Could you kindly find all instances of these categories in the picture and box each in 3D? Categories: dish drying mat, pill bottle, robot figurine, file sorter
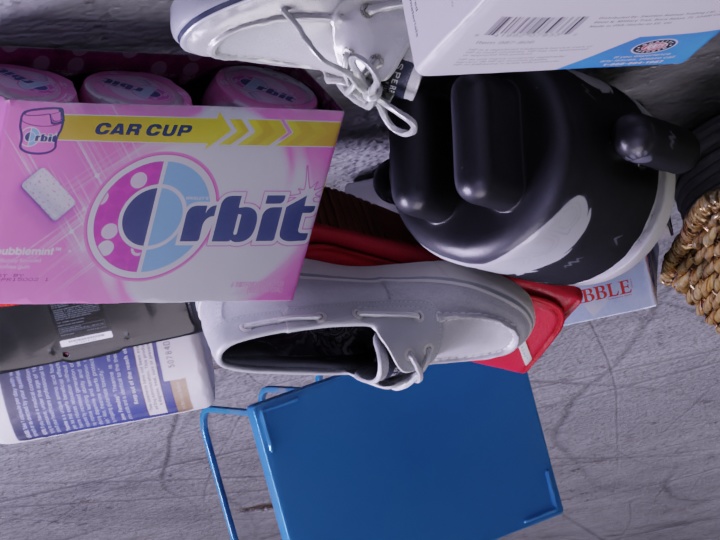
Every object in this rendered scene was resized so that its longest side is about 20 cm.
[{"bbox_3d":[0.030,0.017,1.300,0.199,0.018,0.077,13,134,-27],"label":"dish drying mat"},{"bbox_3d":[-0.202,0.054,1.477,0.199,0.111,0.111,-10,165,-1],"label":"pill bottle"},{"bbox_3d":[0.095,-0.059,1.253,0.200,0.150,0.125,12,112,-53],"label":"robot figurine"},{"bbox_3d":[0.009,0.127,1.505,0.199,0.139,0.123,-18,-174,-26],"label":"file sorter"}]

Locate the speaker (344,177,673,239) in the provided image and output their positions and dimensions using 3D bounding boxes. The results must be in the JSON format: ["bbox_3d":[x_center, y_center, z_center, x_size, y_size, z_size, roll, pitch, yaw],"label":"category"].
[{"bbox_3d":[0.092,-0.038,1.400,0.199,0.082,0.081,-13,165,9],"label":"speaker"}]

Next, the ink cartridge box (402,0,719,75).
[{"bbox_3d":[0.117,-0.160,0.961,0.144,0.085,0.200,-5,165,-22],"label":"ink cartridge box"}]

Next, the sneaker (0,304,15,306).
[{"bbox_3d":[-0.192,-0.007,1.312,0.199,0.073,0.077,-13,-175,4],"label":"sneaker"}]

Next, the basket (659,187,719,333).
[{"bbox_3d":[0.296,-0.013,1.401,0.143,0.149,0.200,-40,168,-9],"label":"basket"}]

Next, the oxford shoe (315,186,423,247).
[{"bbox_3d":[0.000,0.000,1.330,0.199,0.071,0.074,10,124,-13],"label":"oxford shoe"}]

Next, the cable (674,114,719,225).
[{"bbox_3d":[0.303,-0.065,1.459,0.199,0.070,0.200,-8,165,-10],"label":"cable"}]

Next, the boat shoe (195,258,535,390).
[{"bbox_3d":[0.007,0.035,1.248,0.199,0.069,0.072,9,137,-22],"label":"boat shoe"}]

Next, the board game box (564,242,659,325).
[{"bbox_3d":[0.100,0.007,1.498,0.199,0.041,0.200,-13,-171,9],"label":"board game box"}]

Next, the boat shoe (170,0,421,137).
[{"bbox_3d":[0.012,-0.108,1.076,0.201,0.086,0.075,-8,165,-10],"label":"boat shoe"}]

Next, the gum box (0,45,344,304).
[{"bbox_3d":[-0.120,-0.048,1.138,0.199,0.066,0.114,-1,120,-31],"label":"gum box"}]

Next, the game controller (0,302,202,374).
[{"bbox_3d":[-0.179,0.009,1.384,0.199,0.042,0.105,-11,129,5],"label":"game controller"}]
